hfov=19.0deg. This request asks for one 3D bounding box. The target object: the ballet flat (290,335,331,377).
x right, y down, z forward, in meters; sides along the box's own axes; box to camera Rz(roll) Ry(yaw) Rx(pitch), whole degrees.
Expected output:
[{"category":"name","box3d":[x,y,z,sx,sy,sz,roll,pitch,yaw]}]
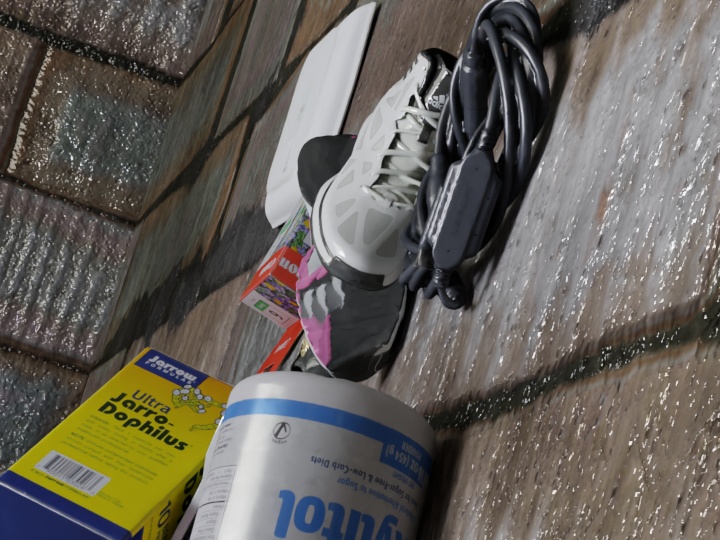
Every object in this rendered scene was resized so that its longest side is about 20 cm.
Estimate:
[{"category":"ballet flat","box3d":[-0.058,0.127,1.605,0.066,0.057,0.201,156,133,-79]}]

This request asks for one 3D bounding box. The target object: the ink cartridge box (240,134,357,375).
[{"category":"ink cartridge box","box3d":[-0.048,-0.002,1.683,0.200,0.050,0.109,-59,7,-18]}]

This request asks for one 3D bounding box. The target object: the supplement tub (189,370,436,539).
[{"category":"supplement tub","box3d":[-0.037,0.172,1.258,0.132,0.131,0.201,135,150,-65]}]

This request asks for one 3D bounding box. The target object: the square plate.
[{"category":"square plate","box3d":[-0.045,-0.149,2.066,0.200,0.028,0.199,154,134,-75]}]

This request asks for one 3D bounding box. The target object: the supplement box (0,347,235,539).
[{"category":"supplement box","box3d":[-0.170,0.164,1.580,0.200,0.109,0.109,-44,-28,-50]}]

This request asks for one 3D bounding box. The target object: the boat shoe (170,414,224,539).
[{"category":"boat shoe","box3d":[-0.091,0.178,1.538,0.076,0.060,0.201,-33,-33,-61]}]

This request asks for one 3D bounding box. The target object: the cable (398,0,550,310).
[{"category":"cable","box3d":[0.074,-0.078,1.367,0.163,0.051,0.201,-109,35,-79]}]

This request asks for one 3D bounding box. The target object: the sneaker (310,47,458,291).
[{"category":"sneaker","box3d":[0.027,-0.084,1.478,0.201,0.075,0.116,-71,8,-46]}]

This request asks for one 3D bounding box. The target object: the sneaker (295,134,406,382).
[{"category":"sneaker","box3d":[0.000,0.000,1.548,0.087,0.080,0.201,73,-166,-52]}]
